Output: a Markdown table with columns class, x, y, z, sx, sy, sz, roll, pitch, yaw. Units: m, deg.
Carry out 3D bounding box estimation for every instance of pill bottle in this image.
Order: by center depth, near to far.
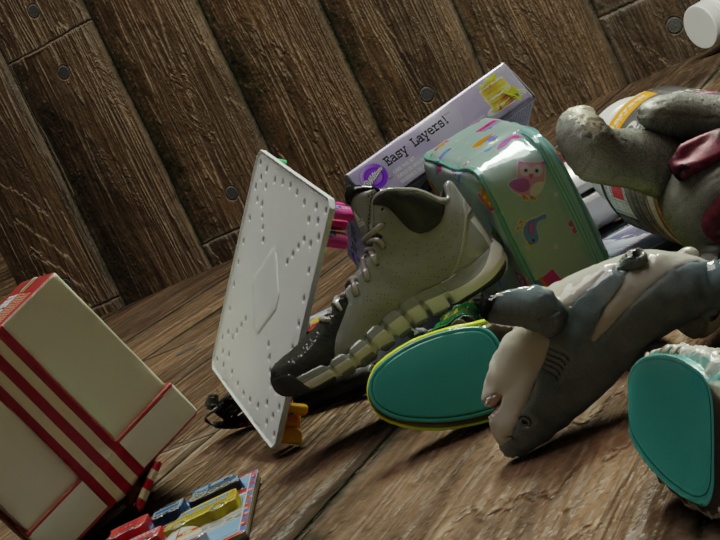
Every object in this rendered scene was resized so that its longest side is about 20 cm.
| class | x | y | z | sx | sy | sz | roll | pitch | yaw |
| --- | --- | --- | --- | --- | --- | --- | --- | --- | --- |
| pill bottle | 0.247 | -0.080 | 1.099 | 0.116 | 0.117 | 0.200 | -26 | 15 | -6 |
| pill bottle | 0.742 | -0.517 | 2.870 | 0.200 | 0.120 | 0.120 | -29 | 7 | -24 |

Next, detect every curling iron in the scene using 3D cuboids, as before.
| class | x | y | z | sx | sy | sz | roll | pitch | yaw |
| --- | --- | --- | --- | --- | --- | --- | --- | --- | --- |
| curling iron | -0.062 | 0.110 | 1.242 | 0.200 | 0.026 | 0.050 | -16 | -26 | 38 |

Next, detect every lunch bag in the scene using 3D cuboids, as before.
| class | x | y | z | sx | sy | sz | roll | pitch | yaw |
| --- | --- | --- | --- | --- | --- | --- | --- | --- | --- |
| lunch bag | 0.126 | -0.038 | 1.163 | 0.077 | 0.161 | 0.200 | -31 | 12 | -5 |

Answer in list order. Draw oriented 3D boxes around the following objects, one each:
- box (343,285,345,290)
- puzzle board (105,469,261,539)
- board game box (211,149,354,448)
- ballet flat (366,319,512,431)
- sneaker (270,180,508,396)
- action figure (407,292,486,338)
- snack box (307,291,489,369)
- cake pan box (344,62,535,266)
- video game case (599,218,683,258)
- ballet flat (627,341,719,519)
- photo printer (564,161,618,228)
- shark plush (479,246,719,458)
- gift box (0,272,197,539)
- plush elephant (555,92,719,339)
| class | x | y | z | sx | sy | sz | roll | pitch | yaw |
| --- | --- | --- | --- | --- | --- | --- | --- | --- | --- |
| box | 0.053 | 0.014 | 1.556 | 0.136 | 0.038 | 0.200 | -25 | 6 | 0 |
| puzzle board | -0.164 | 0.197 | 0.995 | 0.200 | 0.017 | 0.151 | -26 | 6 | 2 |
| board game box | -0.067 | 0.018 | 1.183 | 0.026 | 0.200 | 0.200 | 9 | 12 | -22 |
| ballet flat | 0.104 | 0.057 | 0.939 | 0.200 | 0.067 | 0.067 | -21 | -14 | 12 |
| sneaker | 0.000 | 0.000 | 1.066 | 0.200 | 0.116 | 0.075 | -32 | 7 | -10 |
| action figure | 0.075 | 0.050 | 1.126 | 0.118 | 0.055 | 0.200 | -27 | 2 | 11 |
| snack box | 0.008 | 0.049 | 1.320 | 0.142 | 0.053 | 0.200 | -18 | 5 | 44 |
| cake pan box | 0.071 | -0.082 | 1.338 | 0.184 | 0.052 | 0.200 | -35 | -17 | -10 |
| video game case | 0.259 | -0.036 | 1.247 | 0.143 | 0.019 | 0.200 | -27 | 5 | -10 |
| ballet flat | 0.167 | 0.071 | 0.578 | 0.072 | 0.072 | 0.200 | -26 | 8 | -6 |
| photo printer | 0.198 | -0.065 | 1.390 | 0.166 | 0.070 | 0.200 | -28 | -1 | -23 |
| shark plush | 0.159 | 0.034 | 0.809 | 0.200 | 0.083 | 0.091 | -20 | -13 | 4 |
| gift box | -0.265 | 0.134 | 1.186 | 0.200 | 0.187 | 0.184 | -47 | 13 | -13 |
| plush elephant | 0.252 | -0.068 | 0.865 | 0.200 | 0.165 | 0.155 | -1 | -36 | -35 |
